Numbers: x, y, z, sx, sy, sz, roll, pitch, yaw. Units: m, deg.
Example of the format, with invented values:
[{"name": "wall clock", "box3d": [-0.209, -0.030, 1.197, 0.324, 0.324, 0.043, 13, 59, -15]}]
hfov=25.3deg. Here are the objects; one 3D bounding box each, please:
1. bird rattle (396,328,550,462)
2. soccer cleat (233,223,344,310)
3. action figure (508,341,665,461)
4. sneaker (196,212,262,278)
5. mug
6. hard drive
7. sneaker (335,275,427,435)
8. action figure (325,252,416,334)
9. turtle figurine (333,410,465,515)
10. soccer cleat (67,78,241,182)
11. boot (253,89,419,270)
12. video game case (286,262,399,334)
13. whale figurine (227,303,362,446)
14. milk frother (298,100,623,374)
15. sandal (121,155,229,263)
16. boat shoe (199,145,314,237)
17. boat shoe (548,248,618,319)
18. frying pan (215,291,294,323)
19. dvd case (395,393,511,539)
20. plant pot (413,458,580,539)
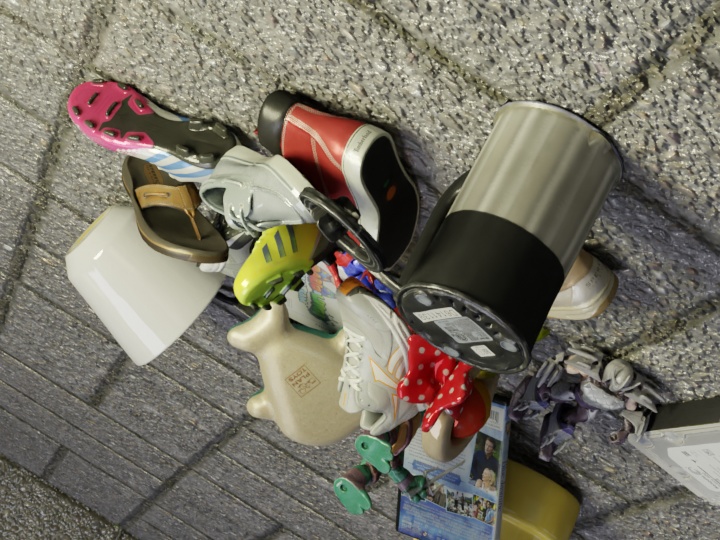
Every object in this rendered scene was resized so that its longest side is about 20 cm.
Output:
[{"name": "bird rattle", "box3d": [0.105, 0.119, 1.582, 0.112, 0.200, 0.164, 17, 123, 15]}, {"name": "soccer cleat", "box3d": [-0.071, -0.026, 1.519, 0.084, 0.200, 0.065, 47, 128, 4]}, {"name": "action figure", "box3d": [0.226, 0.132, 1.632, 0.130, 0.070, 0.200, 38, 153, -7]}, {"name": "sneaker", "box3d": [-0.120, -0.036, 1.712, 0.079, 0.075, 0.200, 23, 164, -7]}, {"name": "mug", "box3d": [-0.272, 0.011, 1.895, 0.153, 0.150, 0.186, 44, 148, -13]}, {"name": "hard drive", "box3d": [0.371, 0.182, 1.596, 0.139, 0.038, 0.200, 38, 157, -17]}, {"name": "sneaker", "box3d": [0.010, 0.095, 1.604, 0.076, 0.092, 0.201, 39, 163, 47]}, {"name": "action figure", "box3d": [0.000, 0.000, 1.635, 0.200, 0.052, 0.065, 48, 144, -14]}, {"name": "turtle figurine", "box3d": [0.048, 0.184, 1.762, 0.100, 0.200, 0.151, 19, 116, 25]}, {"name": "soccer cleat", "box3d": [-0.205, -0.127, 1.613, 0.198, 0.070, 0.087, 22, 157, 19]}, {"name": "boot", "box3d": [-0.027, -0.087, 1.494, 0.143, 0.073, 0.201, 25, 156, 27]}, {"name": "video game case", "box3d": [-0.007, 0.038, 1.774, 0.181, 0.024, 0.200, 25, 156, 11]}, {"name": "whale figurine", "box3d": [-0.067, 0.104, 1.810, 0.200, 0.159, 0.104, 46, -168, -29]}, {"name": "milk frother", "box3d": [0.076, -0.054, 1.271, 0.179, 0.189, 0.200, 6, 147, 42]}, {"name": "sandal", "box3d": [-0.191, -0.075, 1.643, 0.081, 0.201, 0.055, -1, 128, -25]}, {"name": "boat shoe", "box3d": [-0.092, -0.063, 1.468, 0.070, 0.072, 0.200, 49, 168, -25]}, {"name": "boat shoe", "box3d": [0.141, 0.005, 1.476, 0.199, 0.074, 0.069, -8, 135, 42]}, {"name": "frying pan", "box3d": [-0.116, 0.056, 1.932, 0.115, 0.031, 0.190, 34, 179, -31]}, {"name": "dvd case", "box3d": [0.106, 0.227, 1.856, 0.142, 0.202, 0.017, 15, -162, 37]}, {"name": "plant pot", "box3d": [0.145, 0.337, 1.960, 0.199, 0.190, 0.201, 22, 163, 7]}]
